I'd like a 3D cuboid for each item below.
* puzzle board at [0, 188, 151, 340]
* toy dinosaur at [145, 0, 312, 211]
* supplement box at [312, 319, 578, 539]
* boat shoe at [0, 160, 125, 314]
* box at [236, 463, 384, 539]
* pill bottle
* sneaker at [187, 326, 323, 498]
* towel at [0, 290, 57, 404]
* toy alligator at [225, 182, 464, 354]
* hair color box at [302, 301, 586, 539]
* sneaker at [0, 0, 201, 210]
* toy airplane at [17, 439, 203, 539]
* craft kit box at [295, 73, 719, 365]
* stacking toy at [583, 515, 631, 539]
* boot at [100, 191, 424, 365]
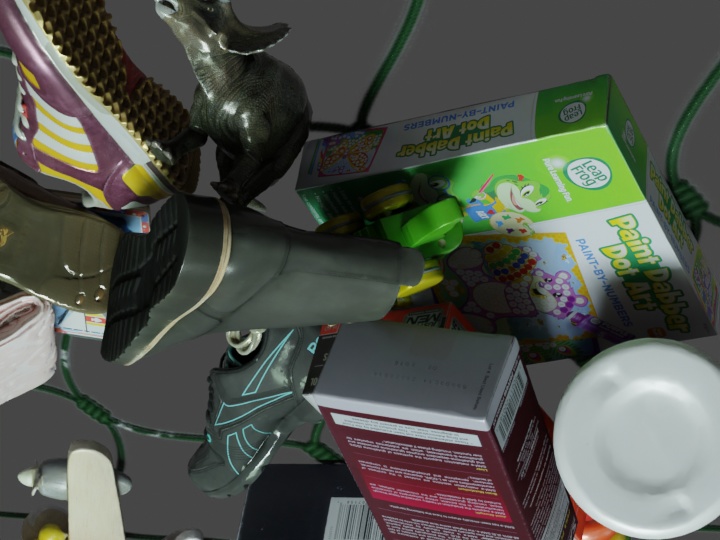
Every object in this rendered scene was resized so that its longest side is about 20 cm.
[{"bbox_3d":[-0.234,-0.005,1.239,0.199,0.017,0.151,8,142,4],"label":"puzzle board"},{"bbox_3d":[-0.058,-0.080,1.042,0.077,0.102,0.200,28,167,29],"label":"toy dinosaur"},{"bbox_3d":[0.055,0.113,1.099,0.108,0.061,0.200,7,144,24],"label":"supplement box"},{"bbox_3d":[-0.232,-0.033,1.134,0.199,0.072,0.068,26,-178,-19],"label":"boat shoe"},{"bbox_3d":[0.026,0.238,1.413,0.199,0.104,0.182,-2,142,17],"label":"box"},{"bbox_3d":[0.178,0.103,1.135,0.114,0.115,0.200,4,174,10],"label":"pill bottle"},{"bbox_3d":[-0.072,0.085,1.284,0.079,0.076,0.200,37,131,-10],"label":"sneaker"},{"bbox_3d":[-0.286,0.080,1.216,0.190,0.032,0.200,-26,173,-13],"label":"towel"},{"bbox_3d":[0.000,0.000,1.093,0.054,0.060,0.200,-11,165,-47],"label":"toy alligator"},{"bbox_3d":[0.061,0.105,1.202,0.101,0.061,0.200,-9,140,33],"label":"hair color box"},{"bbox_3d":[-0.172,-0.101,1.053,0.090,0.075,0.200,-14,135,22],"label":"sneaker"},{"bbox_3d":[-0.217,0.232,1.465,0.200,0.141,0.199,-48,133,8],"label":"toy airplane"},{"bbox_3d":[0.092,-0.018,1.120,0.197,0.049,0.200,-13,137,24],"label":"craft kit box"},{"bbox_3d":[0.164,0.201,1.357,0.085,0.086,0.200,1,138,13],"label":"stacking toy"},{"bbox_3d":[-0.064,0.018,1.056,0.138,0.078,0.200,8,167,-21],"label":"boot"}]
